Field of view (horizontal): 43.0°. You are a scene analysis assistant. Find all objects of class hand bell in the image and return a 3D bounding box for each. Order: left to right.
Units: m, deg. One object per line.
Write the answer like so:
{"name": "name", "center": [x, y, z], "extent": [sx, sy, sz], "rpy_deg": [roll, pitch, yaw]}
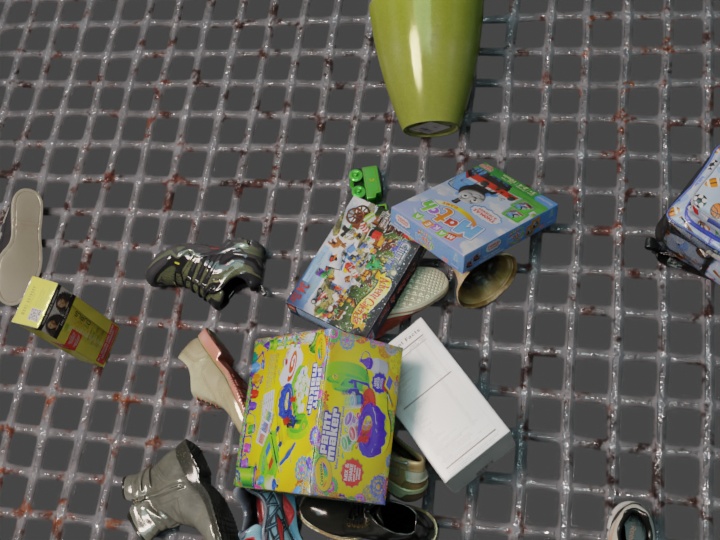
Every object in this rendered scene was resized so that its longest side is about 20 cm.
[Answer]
{"name": "hand bell", "center": [0.138, -0.049, 1.377], "extent": [0.103, 0.104, 0.201], "rpy_deg": [-34, 53, -2]}

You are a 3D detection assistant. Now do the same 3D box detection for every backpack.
{"name": "backpack", "center": [0.529, -0.066, 1.253], "extent": [0.190, 0.154, 0.200], "rpy_deg": [39, 78, 13]}

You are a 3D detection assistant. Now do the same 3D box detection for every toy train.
{"name": "toy train", "center": [0.021, -0.073, 1.427], "extent": [0.055, 0.042, 0.203], "rpy_deg": [-9, 67, -2]}

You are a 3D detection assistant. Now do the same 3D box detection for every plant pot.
{"name": "plant pot", "center": [0.108, -0.320, 1.443], "extent": [0.184, 0.187, 0.203], "rpy_deg": [-3, 83, 11]}

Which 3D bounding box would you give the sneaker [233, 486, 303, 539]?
{"name": "sneaker", "center": [-0.128, 0.375, 1.244], "extent": [0.079, 0.095, 0.202], "rpy_deg": [-40, 56, 30]}

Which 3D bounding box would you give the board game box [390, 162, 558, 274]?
{"name": "board game box", "center": [0.166, -0.081, 1.329], "extent": [0.199, 0.037, 0.151], "rpy_deg": [-28, 47, -31]}

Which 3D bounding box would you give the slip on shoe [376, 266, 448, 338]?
{"name": "slip on shoe", "center": [0.040, 0.056, 1.360], "extent": [0.198, 0.061, 0.075], "rpy_deg": [-28, 58, -4]}

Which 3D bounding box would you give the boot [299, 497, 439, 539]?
{"name": "boot", "center": [0.000, 0.320, 1.221], "extent": [0.197, 0.139, 0.079], "rpy_deg": [3, 69, 15]}

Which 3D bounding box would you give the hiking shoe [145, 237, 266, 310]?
{"name": "hiking shoe", "center": [-0.244, 0.012, 1.433], "extent": [0.197, 0.076, 0.102], "rpy_deg": [-10, 64, 8]}

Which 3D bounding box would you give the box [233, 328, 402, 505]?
{"name": "box", "center": [-0.057, 0.194, 1.201], "extent": [0.192, 0.121, 0.203], "rpy_deg": [-12, 66, 54]}

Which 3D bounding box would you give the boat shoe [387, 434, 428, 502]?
{"name": "boat shoe", "center": [0.018, 0.233, 1.262], "extent": [0.199, 0.077, 0.071], "rpy_deg": [26, 35, 35]}

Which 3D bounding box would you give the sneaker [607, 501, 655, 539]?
{"name": "sneaker", "center": [0.335, 0.390, 1.150], "extent": [0.072, 0.080, 0.203], "rpy_deg": [2, 71, 12]}

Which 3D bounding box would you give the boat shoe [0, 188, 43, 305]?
{"name": "boat shoe", "center": [-0.580, -0.035, 1.551], "extent": [0.062, 0.072, 0.203], "rpy_deg": [-18, 64, 53]}

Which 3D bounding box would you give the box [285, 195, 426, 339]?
{"name": "box", "center": [0.000, 0.000, 1.341], "extent": [0.135, 0.038, 0.201], "rpy_deg": [23, 68, 22]}

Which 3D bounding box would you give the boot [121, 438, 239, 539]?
{"name": "boot", "center": [-0.261, 0.355, 1.315], "extent": [0.130, 0.068, 0.201], "rpy_deg": [-35, 58, 3]}

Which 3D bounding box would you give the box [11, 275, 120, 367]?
{"name": "box", "center": [-0.439, 0.082, 1.382], "extent": [0.049, 0.200, 0.076], "rpy_deg": [14, 71, 18]}

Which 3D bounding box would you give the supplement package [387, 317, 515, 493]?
{"name": "supplement package", "center": [0.108, 0.186, 1.264], "extent": [0.113, 0.110, 0.201], "rpy_deg": [-36, 66, -2]}

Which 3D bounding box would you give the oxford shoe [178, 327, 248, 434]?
{"name": "oxford shoe", "center": [-0.207, 0.182, 1.367], "extent": [0.073, 0.071, 0.201], "rpy_deg": [-37, 56, 2]}
